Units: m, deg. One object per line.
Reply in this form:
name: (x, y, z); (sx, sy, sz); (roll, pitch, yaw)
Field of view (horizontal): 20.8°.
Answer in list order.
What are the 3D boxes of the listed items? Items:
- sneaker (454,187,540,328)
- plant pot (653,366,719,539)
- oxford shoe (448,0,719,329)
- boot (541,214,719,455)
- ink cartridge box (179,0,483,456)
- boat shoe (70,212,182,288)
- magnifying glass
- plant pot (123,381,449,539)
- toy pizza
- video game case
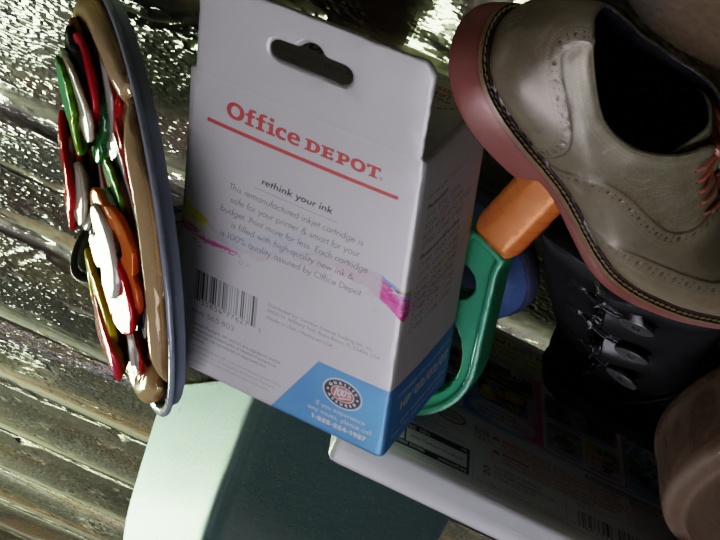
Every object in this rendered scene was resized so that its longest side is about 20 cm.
sneaker: (0.000, 0.000, 0.972); (0.199, 0.082, 0.075); (3, 115, 43)
plant pot: (0.235, 0.147, 0.887); (0.198, 0.176, 0.201); (3, 149, 2)
oxford shoe: (0.120, -0.036, 0.776); (0.074, 0.071, 0.200); (-6, 147, 47)
boot: (0.165, 0.036, 0.944); (0.164, 0.066, 0.200); (18, 157, 10)
ink cartridge box: (-0.013, -0.033, 0.848); (0.114, 0.068, 0.201); (23, 129, 20)
boat shoe: (-0.087, 0.005, 1.160); (0.199, 0.072, 0.068); (18, 168, 48)
magnifying glass: (0.050, -0.002, 0.884); (0.080, 0.022, 0.200); (45, 130, 3)
plant pot: (-0.075, 0.218, 1.519); (0.195, 0.201, 0.196); (30, 161, -23)
toy pizza: (-0.117, -0.030, 0.910); (0.031, 0.202, 0.200); (-9, 168, -14)
video game case: (0.081, 0.086, 1.012); (0.199, 0.024, 0.182); (26, -156, -8)
